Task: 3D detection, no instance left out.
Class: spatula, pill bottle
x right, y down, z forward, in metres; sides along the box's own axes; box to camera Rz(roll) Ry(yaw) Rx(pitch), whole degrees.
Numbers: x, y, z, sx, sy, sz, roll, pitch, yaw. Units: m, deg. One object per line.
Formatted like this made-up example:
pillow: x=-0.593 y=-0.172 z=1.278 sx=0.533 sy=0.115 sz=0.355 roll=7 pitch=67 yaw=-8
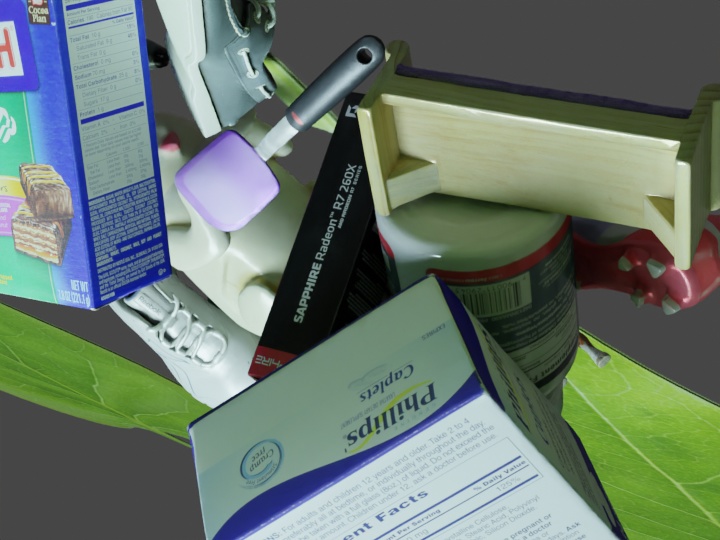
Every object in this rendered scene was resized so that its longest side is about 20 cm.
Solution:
spatula: x=-0.047 y=-0.087 z=0.915 sx=0.057 sy=0.021 sz=0.200 roll=49 pitch=134 yaw=-4
pill bottle: x=0.080 y=0.020 z=0.939 sx=0.119 sy=0.120 sz=0.201 roll=12 pitch=138 yaw=22

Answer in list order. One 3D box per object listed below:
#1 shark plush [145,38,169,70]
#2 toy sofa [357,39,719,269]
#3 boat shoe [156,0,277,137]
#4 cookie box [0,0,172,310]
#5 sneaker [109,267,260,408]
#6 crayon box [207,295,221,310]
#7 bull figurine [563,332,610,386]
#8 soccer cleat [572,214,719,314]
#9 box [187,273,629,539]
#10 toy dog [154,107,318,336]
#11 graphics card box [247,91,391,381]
shark plush: x=-0.208 y=-0.158 z=0.974 sx=0.199 sy=0.091 sz=0.084 roll=25 pitch=151 yaw=49
toy sofa: x=0.106 y=-0.077 z=0.827 sx=0.198 sy=0.098 sz=0.083 roll=12 pitch=140 yaw=23
boat shoe: x=-0.081 y=-0.146 z=0.847 sx=0.061 sy=0.073 sz=0.200 roll=-24 pitch=160 yaw=-10
cookie box: x=-0.210 y=-0.091 z=0.891 sx=0.170 sy=0.202 sz=0.075 roll=8 pitch=-158 yaw=33
sneaker: x=-0.143 y=0.044 z=1.136 sx=0.200 sy=0.075 sz=0.087 roll=38 pitch=180 yaw=11
crayon box: x=-0.010 y=0.034 z=1.195 sx=0.199 sy=0.051 sz=0.127 roll=-2 pitch=173 yaw=32
bull figurine: x=0.118 y=0.028 z=1.153 sx=0.122 sy=0.065 sz=0.200 roll=48 pitch=-169 yaw=32
soccer cleat: x=0.165 y=-0.024 z=0.964 sx=0.200 sy=0.076 sz=0.067 roll=21 pitch=139 yaw=55
box: x=0.030 y=0.131 z=0.870 sx=0.183 sy=0.105 sz=0.200 roll=-32 pitch=132 yaw=12
toy dog: x=-0.102 y=-0.045 z=1.073 sx=0.199 sy=0.140 sz=0.194 roll=31 pitch=160 yaw=-2
graphics card box: x=0.000 y=0.000 z=0.960 sx=0.050 sy=0.201 sz=0.125 roll=13 pitch=166 yaw=25
